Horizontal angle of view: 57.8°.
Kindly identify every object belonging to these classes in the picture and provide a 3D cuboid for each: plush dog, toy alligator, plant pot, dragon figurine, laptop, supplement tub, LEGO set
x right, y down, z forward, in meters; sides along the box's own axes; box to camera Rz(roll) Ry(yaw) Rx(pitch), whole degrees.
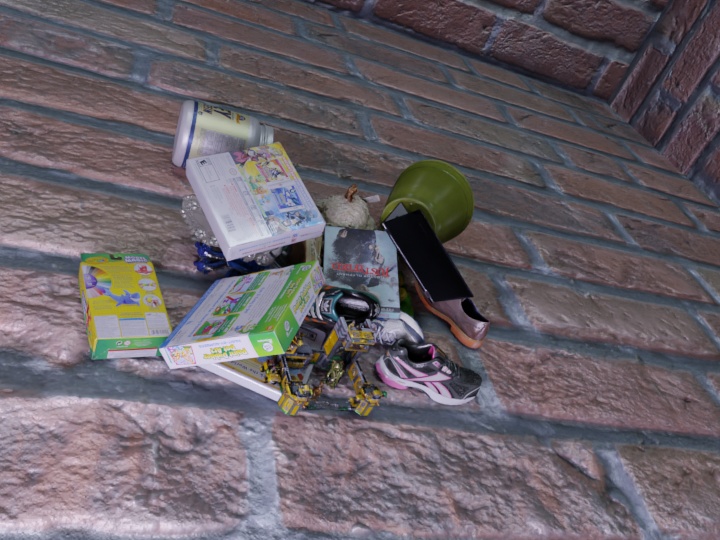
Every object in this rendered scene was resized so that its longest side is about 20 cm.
[{"bbox_3d":[-0.032,-0.067,1.348,0.199,0.160,0.173,7,64,-23],"label":"plush dog"},{"bbox_3d":[0.068,0.038,1.330,0.054,0.059,0.201,-19,38,7],"label":"toy alligator"},{"bbox_3d":[0.135,-0.127,1.456,0.200,0.201,0.193,31,31,9],"label":"plant pot"},{"bbox_3d":[-0.210,0.002,1.186,0.199,0.059,0.099,30,35,15],"label":"dragon figurine"},{"bbox_3d":[0.141,-0.046,1.259,0.188,0.115,0.200,57,29,-11],"label":"laptop"},{"bbox_3d":[-0.304,-0.282,1.443,0.199,0.146,0.145,11,35,-21],"label":"supplement tub"},{"bbox_3d":[-0.043,0.140,1.017,0.199,0.116,0.154,13,37,-25],"label":"LEGO set"}]

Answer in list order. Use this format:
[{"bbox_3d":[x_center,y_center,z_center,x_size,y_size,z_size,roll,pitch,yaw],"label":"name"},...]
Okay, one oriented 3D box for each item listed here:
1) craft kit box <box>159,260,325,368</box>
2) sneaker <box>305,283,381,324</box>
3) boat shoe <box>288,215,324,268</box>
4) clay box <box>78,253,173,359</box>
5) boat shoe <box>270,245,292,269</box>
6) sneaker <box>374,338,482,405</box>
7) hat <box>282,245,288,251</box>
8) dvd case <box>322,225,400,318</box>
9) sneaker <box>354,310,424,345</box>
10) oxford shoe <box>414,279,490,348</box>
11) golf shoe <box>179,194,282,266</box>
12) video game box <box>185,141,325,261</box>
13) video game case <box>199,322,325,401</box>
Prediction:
[{"bbox_3d":[-0.173,0.064,0.995,0.196,0.049,0.200,-13,25,23],"label":"craft kit box"},{"bbox_3d":[-0.064,0.054,1.105,0.198,0.072,0.080,3,-1,3],"label":"sneaker"},{"bbox_3d":[-0.095,-0.033,1.237,0.062,0.073,0.201,16,60,-31],"label":"boat shoe"},{"bbox_3d":[-0.373,0.050,1.025,0.114,0.048,0.200,1,39,-32],"label":"clay box"},{"bbox_3d":[-0.153,-0.066,1.304,0.072,0.071,0.201,6,43,-28],"label":"boat shoe"},{"bbox_3d":[0.131,0.174,1.148,0.199,0.087,0.081,13,36,-19],"label":"sneaker"},{"bbox_3d":[-0.207,-0.138,1.308,0.200,0.166,0.176,36,22,-8],"label":"hat"},{"bbox_3d":[0.000,0.000,1.224,0.145,0.022,0.201,5,51,-6],"label":"dvd case"},{"bbox_3d":[0.021,0.106,1.198,0.199,0.077,0.085,27,42,17],"label":"sneaker"},{"bbox_3d":[0.193,0.067,1.349,0.071,0.073,0.200,-14,49,-44],"label":"oxford shoe"},{"bbox_3d":[-0.229,-0.080,1.186,0.199,0.079,0.097,30,27,2],"label":"golf shoe"},{"bbox_3d":[-0.184,-0.126,1.139,0.181,0.047,0.201,-17,64,-26],"label":"video game box"},{"bbox_3d":[-0.171,0.123,1.081,0.199,0.023,0.182,25,33,-2],"label":"video game case"}]
